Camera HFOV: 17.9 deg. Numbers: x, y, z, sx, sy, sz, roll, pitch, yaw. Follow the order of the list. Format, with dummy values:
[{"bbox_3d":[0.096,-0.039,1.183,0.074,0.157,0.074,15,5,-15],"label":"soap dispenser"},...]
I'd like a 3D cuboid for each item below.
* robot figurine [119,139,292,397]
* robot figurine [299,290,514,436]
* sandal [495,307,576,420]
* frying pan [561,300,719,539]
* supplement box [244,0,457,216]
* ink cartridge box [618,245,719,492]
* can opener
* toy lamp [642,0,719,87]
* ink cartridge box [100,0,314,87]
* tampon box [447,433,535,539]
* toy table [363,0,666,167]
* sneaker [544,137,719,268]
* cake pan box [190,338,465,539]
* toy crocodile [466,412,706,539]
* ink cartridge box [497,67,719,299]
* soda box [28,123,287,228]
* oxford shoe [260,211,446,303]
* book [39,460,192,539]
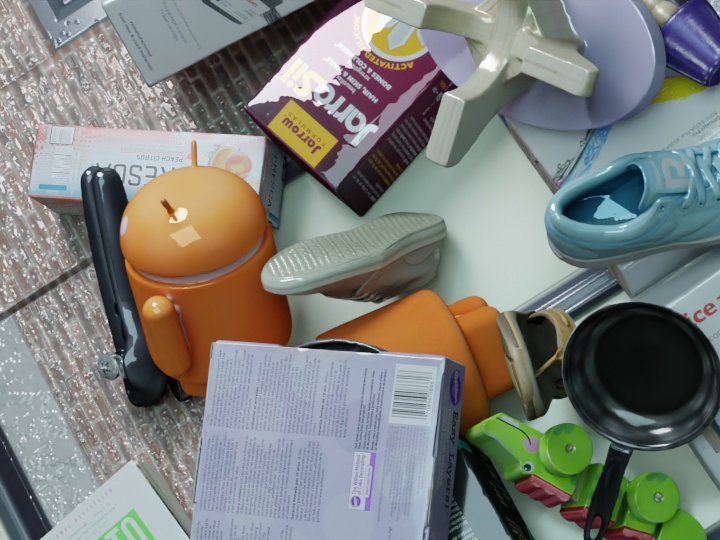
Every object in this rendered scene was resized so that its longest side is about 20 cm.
[{"bbox_3d":[-0.117,0.004,1.731,0.144,0.200,0.117,-27,38,-20],"label":"robot figurine"},{"bbox_3d":[0.018,0.090,1.718,0.200,0.117,0.144,-24,53,-8],"label":"robot figurine"},{"bbox_3d":[0.143,0.061,1.666,0.054,0.200,0.081,-21,84,16],"label":"sandal"},{"bbox_3d":[0.204,0.106,1.602,0.115,0.031,0.191,-1,113,21],"label":"frying pan"},{"bbox_3d":[0.019,-0.158,1.814,0.110,0.086,0.200,42,89,19],"label":"supplement box"},{"bbox_3d":[0.293,0.081,1.648,0.146,0.084,0.200,-35,95,4],"label":"ink cartridge box"},{"bbox_3d":[-0.186,0.014,1.812,0.078,0.063,0.201,-22,98,-33],"label":"can opener"},{"bbox_3d":[0.193,-0.209,1.645,0.058,0.058,0.200,-43,69,1],"label":"toy lamp"},{"bbox_3d":[-0.103,-0.247,1.831,0.200,0.145,0.084,-27,114,6],"label":"ink cartridge box"},{"bbox_3d":[0.074,0.240,1.663,0.126,0.150,0.200,-31,69,5],"label":"tampon box"},{"bbox_3d":[0.103,-0.164,1.604,0.200,0.117,0.184,13,102,30],"label":"toy table"},{"bbox_3d":[0.223,-0.054,1.581,0.199,0.082,0.074,-22,73,7],"label":"sneaker"},{"bbox_3d":[-0.026,0.146,1.605,0.184,0.052,0.201,2,81,21],"label":"cake pan box"},{"bbox_3d":[0.167,0.162,1.673,0.200,0.067,0.062,29,69,-15],"label":"toy crocodile"},{"bbox_3d":[0.208,-0.096,1.718,0.145,0.147,0.200,-36,70,3],"label":"ink cartridge box"},{"bbox_3d":[-0.164,-0.076,1.849,0.199,0.068,0.064,5,80,15],"label":"soda box"},{"bbox_3d":[0.000,0.000,1.735,0.075,0.200,0.058,13,109,34],"label":"oxford shoe"},{"bbox_3d":[-0.164,0.268,1.777,0.134,0.048,0.200,-40,72,6],"label":"book"}]
